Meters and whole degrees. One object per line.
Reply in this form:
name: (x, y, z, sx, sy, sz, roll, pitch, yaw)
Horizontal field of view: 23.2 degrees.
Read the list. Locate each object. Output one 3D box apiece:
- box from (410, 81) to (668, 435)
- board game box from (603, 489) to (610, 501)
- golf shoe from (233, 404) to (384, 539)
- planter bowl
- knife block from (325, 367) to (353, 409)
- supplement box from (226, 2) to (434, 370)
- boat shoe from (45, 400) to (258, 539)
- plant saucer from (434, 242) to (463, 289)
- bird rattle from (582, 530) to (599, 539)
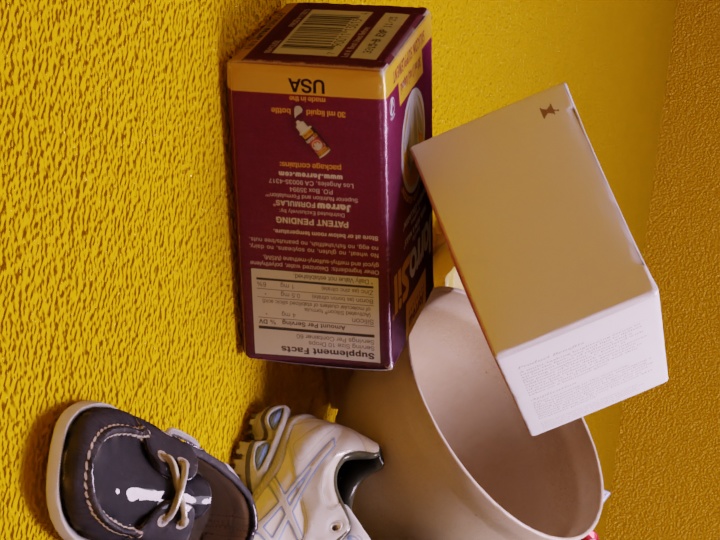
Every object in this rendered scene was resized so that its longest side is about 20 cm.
box: (0.120, -0.001, 1.136, 0.200, 0.106, 0.153, 58, 10, -67)
board game box: (0.103, 0.225, 1.468, 0.062, 0.198, 0.202, 153, -55, -74)
golf shoe: (-0.043, 0.178, 1.101, 0.079, 0.096, 0.201, 76, 25, -56)
planter bowl: (0.056, 0.132, 1.234, 0.200, 0.135, 0.201, 37, 31, -27)
knife block: (0.000, 0.000, 1.270, 0.175, 0.063, 0.202, 24, 71, -74)
supplement box: (-0.015, -0.056, 1.118, 0.131, 0.102, 0.201, -61, 152, -61)
boat shoe: (-0.105, 0.117, 0.909, 0.200, 0.060, 0.074, 59, 40, -66)
plant saucer: (0.080, 0.066, 1.630, 0.200, 0.048, 0.202, -49, 141, -66)
bird rattle: (0.115, 0.242, 1.572, 0.163, 0.199, 0.114, 30, 63, -47)
